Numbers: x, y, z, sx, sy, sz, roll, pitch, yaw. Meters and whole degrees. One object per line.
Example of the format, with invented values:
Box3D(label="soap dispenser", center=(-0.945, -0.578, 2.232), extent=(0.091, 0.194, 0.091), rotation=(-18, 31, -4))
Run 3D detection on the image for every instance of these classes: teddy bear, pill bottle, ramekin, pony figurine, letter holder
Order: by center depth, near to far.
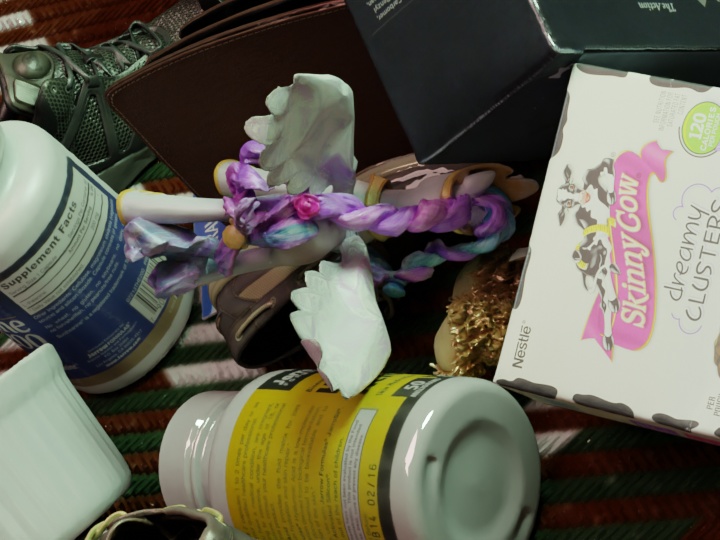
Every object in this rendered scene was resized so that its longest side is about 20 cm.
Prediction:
Box3D(label="teddy bear", center=(0.126, 0.010, 1.537), extent=(0.199, 0.067, 0.145), rotation=(-26, 22, 13))
Box3D(label="pony figurine", center=(-0.027, -0.026, 1.546), extent=(0.199, 0.193, 0.168), rotation=(-3, 99, 32))
Box3D(label="pill bottle", center=(-0.011, 0.109, 1.549), extent=(0.199, 0.111, 0.112), rotation=(0, 59, 42))
Box3D(label="letter holder", center=(-0.030, -0.127, 1.659), extent=(0.199, 0.142, 0.101), rotation=(-17, 48, 30))
Box3D(label="ramekin", center=(-0.226, 0.141, 1.662), extent=(0.200, 0.098, 0.200), rotation=(-40, 2, 1))
Box3D(label="pill bottle", center=(-0.200, -0.020, 1.752), extent=(0.111, 0.200, 0.111), rotation=(-24, 45, 26))

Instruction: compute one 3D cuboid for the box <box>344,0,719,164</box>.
Box3D(label="box", center=(0.089, -0.170, 1.549), extent=(0.117, 0.196, 0.201), rotation=(-38, 68, 37))

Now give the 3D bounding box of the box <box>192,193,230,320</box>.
Box3D(label="box", center=(-0.029, -0.063, 1.754), extent=(0.199, 0.048, 0.122), rotation=(-26, 44, 23))

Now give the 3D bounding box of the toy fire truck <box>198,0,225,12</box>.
Box3D(label="toy fire truck", center=(-0.061, -0.272, 1.889), extent=(0.200, 0.176, 0.129), rotation=(-40, -5, -31))

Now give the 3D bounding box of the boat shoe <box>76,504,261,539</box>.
Box3D(label="boat shoe", center=(-0.112, 0.156, 1.544), extent=(0.072, 0.060, 0.200), rotation=(-52, 25, -22))

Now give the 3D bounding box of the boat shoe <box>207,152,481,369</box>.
Box3D(label="boat shoe", center=(0.000, 0.000, 1.669), extent=(0.200, 0.074, 0.074), rotation=(-30, 54, 30))

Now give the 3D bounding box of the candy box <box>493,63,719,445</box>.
Box3D(label="candy box", center=(0.183, 0.001, 1.413), extent=(0.199, 0.071, 0.169), rotation=(12, 86, 26))

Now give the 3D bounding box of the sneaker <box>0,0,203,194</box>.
Box3D(label="sneaker", center=(-0.161, -0.128, 1.874), extent=(0.199, 0.114, 0.076), rotation=(-43, 42, 3))
